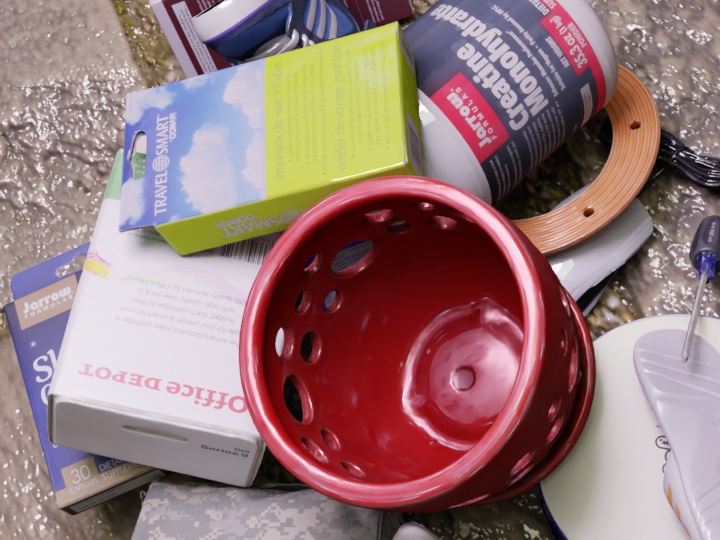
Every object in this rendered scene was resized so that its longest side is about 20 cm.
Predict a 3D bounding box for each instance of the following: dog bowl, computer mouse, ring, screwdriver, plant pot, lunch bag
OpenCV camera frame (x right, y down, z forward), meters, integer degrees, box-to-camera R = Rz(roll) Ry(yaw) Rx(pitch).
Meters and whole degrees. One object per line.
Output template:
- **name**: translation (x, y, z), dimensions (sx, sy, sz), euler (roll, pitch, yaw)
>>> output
- **dog bowl**: translation (0.220, 0.134, 1.002), dimensions (0.199, 0.079, 0.201), euler (-5, 66, 11)
- **computer mouse**: translation (0.181, -0.032, 1.102), dimensions (0.110, 0.044, 0.200), euler (38, 79, 23)
- **ring**: translation (0.133, -0.088, 1.124), dimensions (0.200, 0.019, 0.201), euler (-15, 50, 19)
- **screwdriver**: translation (0.241, 0.014, 1.018), dimensions (0.029, 0.028, 0.200), euler (29, 33, -3)
- **plant pot**: translation (0.050, 0.059, 0.933), dimensions (0.200, 0.182, 0.201), euler (-7, 73, 25)
- **lunch bag**: translation (-0.063, 0.220, 0.995), dimensions (0.199, 0.139, 0.168), euler (-1, 58, 9)

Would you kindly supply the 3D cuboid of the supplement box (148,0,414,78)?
- **supplement box**: translation (-0.066, -0.233, 1.205), dimensions (0.199, 0.109, 0.061), euler (-18, 50, 4)

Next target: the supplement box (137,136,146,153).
- **supplement box**: translation (-0.125, -0.025, 1.150), dimensions (0.126, 0.074, 0.201), euler (5, 69, 15)

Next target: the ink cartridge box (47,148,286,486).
- **ink cartridge box**: translation (-0.122, 0.032, 1.009), dimensions (0.145, 0.088, 0.201), euler (12, 57, -4)

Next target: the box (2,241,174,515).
- **box**: translation (-0.189, 0.064, 1.073), dimensions (0.121, 0.032, 0.200), euler (-24, 65, 4)

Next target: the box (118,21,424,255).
- **box**: translation (-0.060, -0.085, 0.975), dimensions (0.199, 0.048, 0.122), euler (-13, 57, 15)

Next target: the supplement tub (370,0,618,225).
- **supplement tub**: translation (0.075, -0.121, 1.062), dimensions (0.200, 0.140, 0.140), euler (-42, 65, -13)

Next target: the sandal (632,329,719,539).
- **sandal**: translation (0.229, 0.125, 0.934), dimensions (0.079, 0.059, 0.207), euler (-7, 44, -8)

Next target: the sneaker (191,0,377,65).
- **sneaker**: translation (-0.038, -0.147, 1.087), dimensions (0.080, 0.200, 0.147), euler (-27, 95, 21)

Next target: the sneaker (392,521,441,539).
- **sneaker**: translation (0.056, 0.253, 0.931), dimensions (0.080, 0.200, 0.076), euler (-27, 19, -9)

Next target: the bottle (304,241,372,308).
- **bottle**: translation (0.000, 0.000, 1.117), dimensions (0.083, 0.065, 0.200), euler (-21, 64, -3)
